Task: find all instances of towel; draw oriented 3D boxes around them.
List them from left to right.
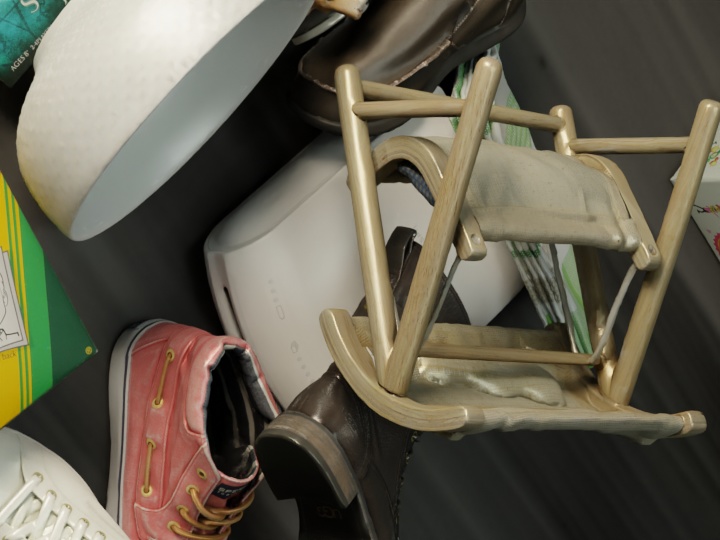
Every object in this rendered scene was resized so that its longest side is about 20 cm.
[{"bbox_3d":[0.110,-0.051,1.456,0.150,0.031,0.201,-79,147,-59],"label":"towel"}]

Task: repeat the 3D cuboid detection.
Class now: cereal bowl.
[{"bbox_3d":[-0.115,-0.115,1.227,0.083,0.200,0.200,42,62,3],"label":"cereal bowl"}]

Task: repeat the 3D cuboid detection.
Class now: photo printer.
[{"bbox_3d":[0.000,0.000,1.394,0.200,0.069,0.167,-42,119,-30],"label":"photo printer"}]

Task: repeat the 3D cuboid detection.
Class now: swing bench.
[{"bbox_3d":[0.089,-0.006,1.281,0.198,0.129,0.202,6,87,-43],"label":"swing bench"}]

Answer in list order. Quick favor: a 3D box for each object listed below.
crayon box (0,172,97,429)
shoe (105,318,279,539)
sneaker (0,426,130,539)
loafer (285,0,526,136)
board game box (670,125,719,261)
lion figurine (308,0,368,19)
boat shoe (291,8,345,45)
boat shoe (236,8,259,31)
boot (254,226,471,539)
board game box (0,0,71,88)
[{"bbox_3d":[-0.258,0.026,1.179,0.200,0.058,0.173,-40,116,-31],"label":"crayon box"},{"bbox_3d":[-0.096,0.130,1.310,0.071,0.091,0.202,-7,99,-40],"label":"shoe"},{"bbox_3d":[-0.152,0.155,1.251,0.200,0.085,0.073,46,68,-16],"label":"sneaker"},{"bbox_3d":[0.027,-0.151,1.374,0.200,0.073,0.072,-41,148,-38],"label":"loafer"},{"bbox_3d":[0.330,-0.083,1.674,0.200,0.064,0.148,-51,122,-26],"label":"board game box"},{"bbox_3d":[-0.020,-0.227,1.250,0.122,0.073,0.200,-33,142,-1],"label":"lion figurine"},{"bbox_3d":[0.009,-0.213,1.390,0.057,0.067,0.200,51,60,-13],"label":"boat shoe"},{"bbox_3d":[-0.096,-0.231,1.302,0.062,0.072,0.201,-55,134,-46],"label":"boat shoe"},{"bbox_3d":[0.023,0.098,1.339,0.174,0.069,0.201,-53,139,-36],"label":"boot"},{"bbox_3d":[-0.167,-0.215,1.208,0.200,0.028,0.135,-48,119,-2],"label":"board game box"}]
